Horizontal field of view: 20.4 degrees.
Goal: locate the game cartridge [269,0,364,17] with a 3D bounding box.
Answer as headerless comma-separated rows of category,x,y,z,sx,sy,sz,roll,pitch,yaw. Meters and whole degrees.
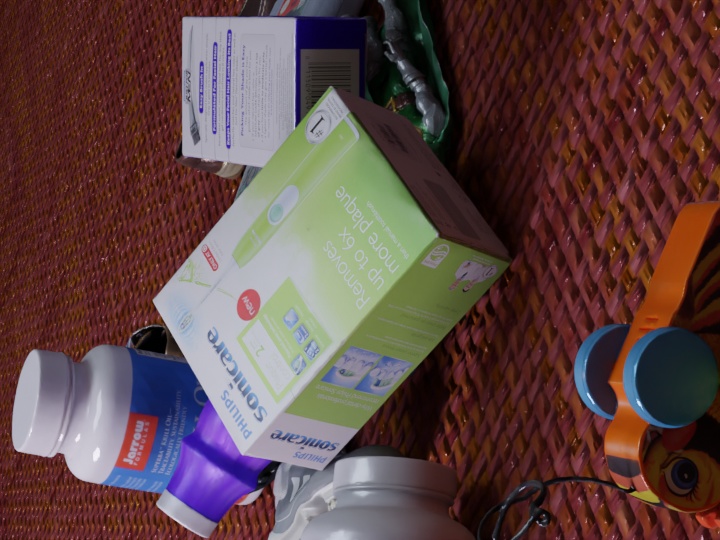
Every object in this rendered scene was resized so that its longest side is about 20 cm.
game cartridge,-0.054,-0.180,1.619,0.200,0.041,0.134,-24,44,67

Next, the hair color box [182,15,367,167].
hair color box,-0.066,-0.133,1.476,0.200,0.064,0.110,13,104,59

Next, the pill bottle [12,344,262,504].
pill bottle,-0.174,0.121,1.608,0.112,0.199,0.113,-170,90,-69

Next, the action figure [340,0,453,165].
action figure,0.028,-0.127,1.425,0.118,0.054,0.201,-59,33,36

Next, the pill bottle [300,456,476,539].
pill bottle,0.014,0.218,1.205,0.112,0.112,0.201,150,127,-63

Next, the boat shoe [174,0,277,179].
boat shoe,-0.118,-0.179,1.785,0.072,0.072,0.201,-115,41,-56

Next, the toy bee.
toy bee,0.152,0.071,0.973,0.200,0.109,0.131,-49,19,8

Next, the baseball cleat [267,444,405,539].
baseball cleat,-0.024,0.143,1.397,0.200,0.069,0.107,132,143,-52

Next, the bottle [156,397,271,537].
bottle,-0.077,0.100,1.470,0.201,0.065,0.084,-57,7,-4

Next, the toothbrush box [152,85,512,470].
toothbrush box,-0.022,0.007,1.301,0.200,0.086,0.146,-49,53,21

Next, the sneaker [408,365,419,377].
sneaker,0.000,0.000,1.389,0.074,0.082,0.200,-64,27,29

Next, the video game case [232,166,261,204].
video game case,-0.076,-0.063,1.615,0.182,0.024,0.201,-50,18,51

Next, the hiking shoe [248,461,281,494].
hiking shoe,-0.070,0.079,1.561,0.087,0.074,0.201,177,112,-75

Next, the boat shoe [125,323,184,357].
boat shoe,-0.175,0.078,1.807,0.200,0.072,0.073,158,121,-65
